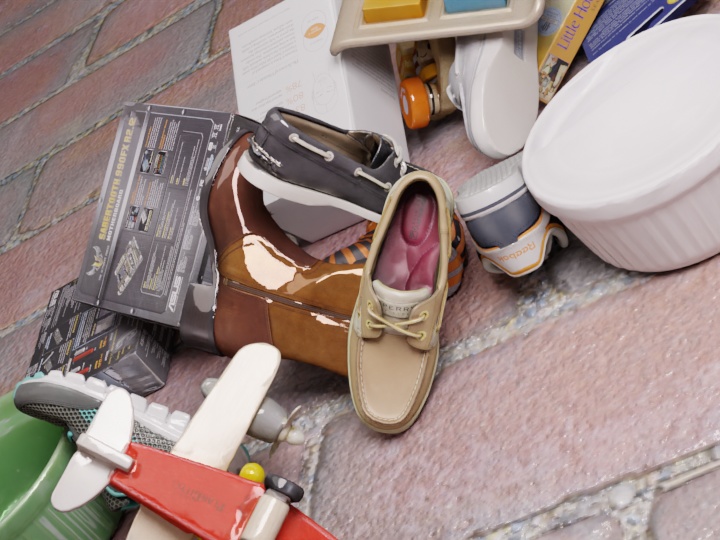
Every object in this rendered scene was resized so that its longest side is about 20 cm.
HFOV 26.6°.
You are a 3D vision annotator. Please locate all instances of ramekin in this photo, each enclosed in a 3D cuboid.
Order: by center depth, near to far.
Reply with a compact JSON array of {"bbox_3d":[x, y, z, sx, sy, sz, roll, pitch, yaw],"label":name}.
[{"bbox_3d":[0.226,-0.088,1.119,0.202,0.094,0.203,-29,31,20],"label":"ramekin"},{"bbox_3d":[-0.297,0.203,1.322,0.200,0.098,0.200,-29,31,19],"label":"ramekin"}]

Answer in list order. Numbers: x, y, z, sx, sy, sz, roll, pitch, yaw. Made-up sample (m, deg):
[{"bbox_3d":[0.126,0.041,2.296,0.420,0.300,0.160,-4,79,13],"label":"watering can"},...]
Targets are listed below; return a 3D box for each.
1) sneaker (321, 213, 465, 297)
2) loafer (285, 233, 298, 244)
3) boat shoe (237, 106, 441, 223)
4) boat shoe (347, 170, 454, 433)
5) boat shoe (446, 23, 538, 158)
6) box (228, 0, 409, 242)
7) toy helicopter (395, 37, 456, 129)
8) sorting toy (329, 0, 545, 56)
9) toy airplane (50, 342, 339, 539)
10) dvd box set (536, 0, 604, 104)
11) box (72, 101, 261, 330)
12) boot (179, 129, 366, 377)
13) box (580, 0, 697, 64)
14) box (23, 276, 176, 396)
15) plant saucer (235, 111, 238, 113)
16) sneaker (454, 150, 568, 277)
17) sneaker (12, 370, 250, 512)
[{"bbox_3d":[0.000,0.000,1.296,0.199,0.078,0.112,-17,31,17],"label":"sneaker"},{"bbox_3d":[-0.146,-0.042,1.467,0.199,0.070,0.070,10,79,26],"label":"loafer"},{"bbox_3d":[-0.001,-0.082,1.195,0.060,0.199,0.074,-61,36,24],"label":"boat shoe"},{"bbox_3d":[0.028,0.021,1.138,0.074,0.066,0.201,6,85,6],"label":"boat shoe"},{"bbox_3d":[0.108,-0.174,1.332,0.068,0.072,0.201,-25,49,38],"label":"boat shoe"},{"bbox_3d":[-0.038,-0.148,1.423,0.124,0.097,0.201,-23,62,28],"label":"box"},{"bbox_3d":[0.059,-0.211,1.467,0.079,0.133,0.200,-12,9,-9],"label":"toy helicopter"},{"bbox_3d":[0.074,-0.272,1.358,0.199,0.037,0.186,-7,45,21],"label":"sorting toy"},{"bbox_3d":[-0.123,0.172,1.120,0.199,0.141,0.200,-23,63,3],"label":"toy airplane"},{"bbox_3d":[0.180,-0.263,1.397,0.201,0.029,0.146,-62,25,11],"label":"dvd box set"},{"bbox_3d":[-0.178,-0.051,1.410,0.158,0.048,0.201,10,84,42],"label":"box"},{"bbox_3d":[-0.035,-0.010,1.208,0.199,0.068,0.189,9,78,21],"label":"boot"},{"bbox_3d":[0.244,-0.247,1.360,0.121,0.032,0.200,-42,26,22],"label":"box"},{"bbox_3d":[-0.254,0.064,1.514,0.157,0.050,0.200,-27,31,21],"label":"box"},{"bbox_3d":[-0.102,-0.111,1.580,0.200,0.051,0.201,-30,30,19],"label":"plant saucer"},{"bbox_3d":[0.121,-0.045,1.211,0.078,0.080,0.200,-26,7,18],"label":"sneaker"},{"bbox_3d":[-0.194,0.146,1.222,0.078,0.199,0.092,94,-163,-69],"label":"sneaker"}]
